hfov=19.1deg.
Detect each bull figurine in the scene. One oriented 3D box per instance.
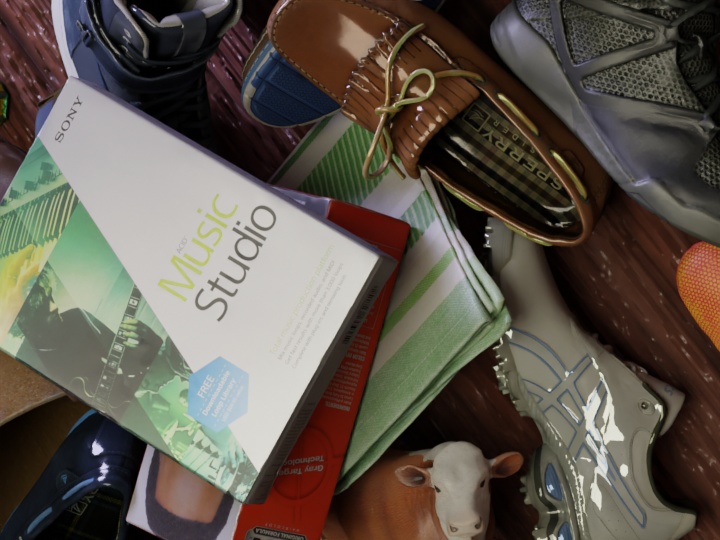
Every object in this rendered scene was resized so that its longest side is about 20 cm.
[{"bbox_3d":[0.030,0.144,1.176,0.200,0.065,0.122,6,104,64],"label":"bull figurine"}]

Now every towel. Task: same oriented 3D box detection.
[{"bbox_3d":[0.000,0.000,1.179,0.153,0.023,0.200,-47,46,28],"label":"towel"}]

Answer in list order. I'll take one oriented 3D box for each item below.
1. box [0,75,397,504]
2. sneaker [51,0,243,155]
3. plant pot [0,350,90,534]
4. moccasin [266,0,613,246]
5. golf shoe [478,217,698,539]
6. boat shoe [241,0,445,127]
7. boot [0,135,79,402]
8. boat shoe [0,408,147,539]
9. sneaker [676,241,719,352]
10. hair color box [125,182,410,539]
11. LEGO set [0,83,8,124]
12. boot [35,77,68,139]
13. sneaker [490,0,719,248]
[{"bbox_3d":[-0.100,0.008,1.102,0.200,0.036,0.145,30,93,18],"label":"box"},{"bbox_3d":[-0.104,-0.087,1.172,0.146,0.077,0.203,-16,95,64],"label":"sneaker"},{"bbox_3d":[-0.234,0.051,1.303,0.186,0.186,0.200,-49,59,27],"label":"plant pot"},{"bbox_3d":[0.038,-0.079,1.111,0.201,0.078,0.074,39,119,-7],"label":"moccasin"},{"bbox_3d":[0.123,0.060,1.149,0.097,0.078,0.201,-15,94,13],"label":"golf shoe"},{"bbox_3d":[0.005,-0.163,1.171,0.200,0.072,0.072,-43,46,14],"label":"boat shoe"},{"bbox_3d":[-0.203,0.029,1.178,0.200,0.064,0.186,37,80,27],"label":"boot"},{"bbox_3d":[-0.177,0.163,1.238,0.084,0.069,0.200,15,127,-8],"label":"boat shoe"},{"bbox_3d":[0.231,0.059,1.068,0.200,0.077,0.073,47,120,18],"label":"sneaker"},{"bbox_3d":[-0.051,0.056,1.153,0.101,0.061,0.201,15,89,51],"label":"hair color box"},{"bbox_3d":[-0.330,-0.129,1.349,0.154,0.116,0.200,-29,83,31],"label":"LEGO set"},{"bbox_3d":[-0.134,-0.034,1.289,0.097,0.075,0.201,-17,88,49],"label":"boot"},{"bbox_3d":[0.163,-0.099,1.083,0.200,0.076,0.114,49,125,21],"label":"sneaker"}]
